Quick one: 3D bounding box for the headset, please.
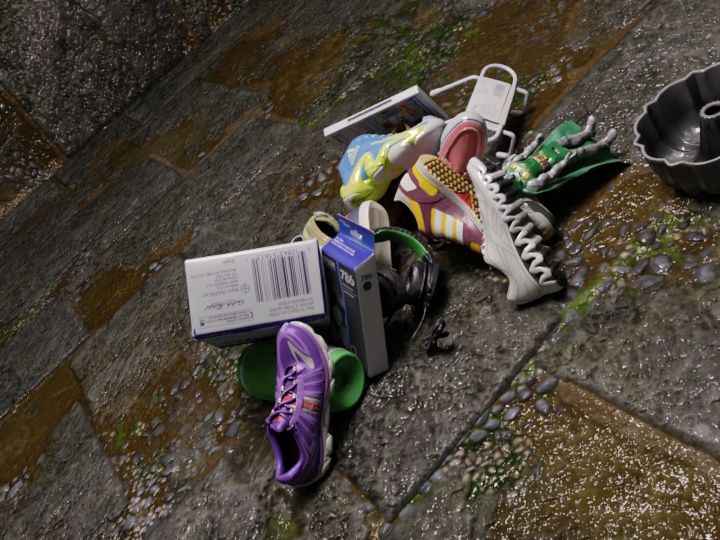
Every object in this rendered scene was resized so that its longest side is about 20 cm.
[{"bbox_3d":[0.063,0.018,1.061,0.121,0.095,0.203,-9,60,-21],"label":"headset"}]

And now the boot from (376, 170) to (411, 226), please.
[{"bbox_3d":[0.049,-0.104,1.221,0.096,0.074,0.205,-19,59,47],"label":"boot"}]

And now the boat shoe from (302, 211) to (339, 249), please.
[{"bbox_3d":[-0.057,-0.060,1.283,0.064,0.072,0.201,-59,7,20],"label":"boat shoe"}]

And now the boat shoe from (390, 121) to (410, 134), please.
[{"bbox_3d":[0.062,-0.185,1.358,0.074,0.074,0.203,-17,38,28],"label":"boat shoe"}]

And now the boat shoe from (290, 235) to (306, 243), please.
[{"bbox_3d":[-0.112,0.021,1.272,0.069,0.072,0.203,-20,36,25],"label":"boat shoe"}]

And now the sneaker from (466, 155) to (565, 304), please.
[{"bbox_3d":[0.182,-0.051,0.989,0.080,0.203,0.075,-32,-9,30],"label":"sneaker"}]

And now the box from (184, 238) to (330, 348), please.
[{"bbox_3d":[-0.136,0.038,1.089,0.179,0.108,0.200,-9,-9,-1],"label":"box"}]

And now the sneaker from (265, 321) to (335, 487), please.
[{"bbox_3d":[-0.080,0.166,0.960,0.079,0.083,0.206,-9,83,33],"label":"sneaker"}]

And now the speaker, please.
[{"bbox_3d":[-0.088,0.145,1.081,0.197,0.089,0.089,0,47,44],"label":"speaker"}]

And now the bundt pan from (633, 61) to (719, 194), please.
[{"bbox_3d":[0.449,-0.172,0.960,0.199,0.076,0.204,-26,34,19],"label":"bundt pan"}]

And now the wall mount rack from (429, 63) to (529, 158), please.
[{"bbox_3d":[0.184,-0.263,1.281,0.170,0.075,0.202,17,52,10],"label":"wall mount rack"}]

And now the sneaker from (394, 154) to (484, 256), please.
[{"bbox_3d":[0.135,-0.066,1.082,0.075,0.200,0.090,-29,-17,-53],"label":"sneaker"}]

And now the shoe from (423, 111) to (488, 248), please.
[{"bbox_3d":[0.139,-0.128,1.140,0.070,0.202,0.092,13,44,-7],"label":"shoe"}]

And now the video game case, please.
[{"bbox_3d":[0.049,-0.268,1.426,0.196,0.142,0.018,-20,69,25],"label":"video game case"}]

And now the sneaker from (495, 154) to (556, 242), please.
[{"bbox_3d":[0.235,-0.115,1.100,0.087,0.076,0.201,-35,33,3],"label":"sneaker"}]

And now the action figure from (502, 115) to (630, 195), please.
[{"bbox_3d":[0.264,-0.152,1.062,0.197,0.056,0.118,-29,47,-22],"label":"action figure"}]

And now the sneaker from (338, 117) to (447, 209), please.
[{"bbox_3d":[0.038,-0.188,1.185,0.198,0.075,0.107,-36,58,17],"label":"sneaker"}]

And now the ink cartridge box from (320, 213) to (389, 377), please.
[{"bbox_3d":[-0.010,0.034,1.041,0.038,0.205,0.099,-18,25,-25],"label":"ink cartridge box"}]

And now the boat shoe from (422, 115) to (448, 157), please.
[{"bbox_3d":[0.132,-0.191,1.299,0.069,0.073,0.204,-1,54,12],"label":"boat shoe"}]

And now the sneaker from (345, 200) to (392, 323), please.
[{"bbox_3d":[0.000,0.000,1.160,0.083,0.074,0.205,-20,57,38],"label":"sneaker"}]
